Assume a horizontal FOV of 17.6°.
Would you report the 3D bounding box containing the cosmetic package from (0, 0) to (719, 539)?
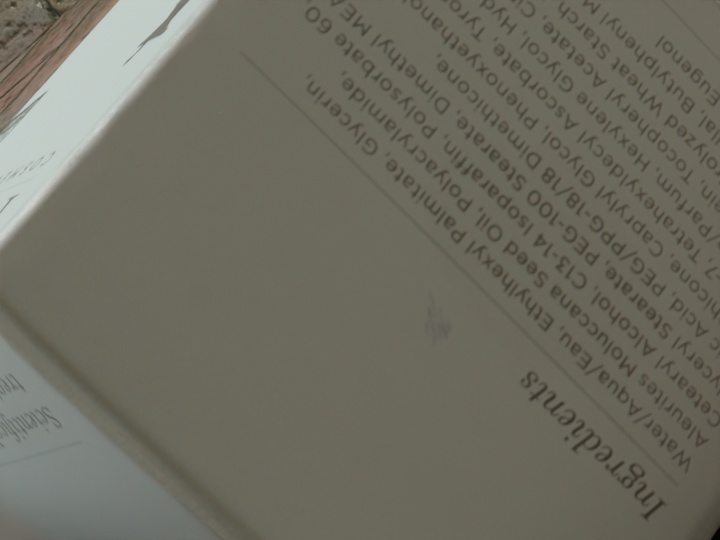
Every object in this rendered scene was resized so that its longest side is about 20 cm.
[{"bbox_3d":[0.000,0.000,0.564,0.200,0.165,0.165,-51,14,-24],"label":"cosmetic package"}]
